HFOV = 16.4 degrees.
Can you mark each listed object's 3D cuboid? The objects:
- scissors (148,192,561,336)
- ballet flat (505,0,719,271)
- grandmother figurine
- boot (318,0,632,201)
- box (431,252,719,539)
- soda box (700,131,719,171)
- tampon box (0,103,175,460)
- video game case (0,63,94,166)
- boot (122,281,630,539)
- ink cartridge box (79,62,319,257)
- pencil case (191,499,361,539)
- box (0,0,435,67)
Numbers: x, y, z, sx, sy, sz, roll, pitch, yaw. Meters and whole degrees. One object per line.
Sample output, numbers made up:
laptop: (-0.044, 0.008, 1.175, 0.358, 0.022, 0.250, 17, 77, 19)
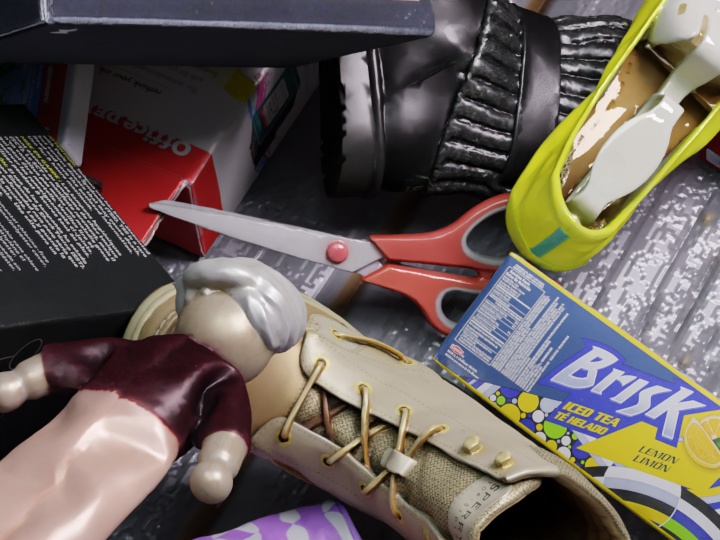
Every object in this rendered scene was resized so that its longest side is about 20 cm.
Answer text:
scissors: (0.000, 0.000, 1.185, 0.200, 0.014, 0.073, -1, 102, -8)
ballet flat: (0.141, -0.080, 1.161, 0.067, 0.067, 0.200, 40, 71, -4)
grandmother figurine: (-0.092, 0.061, 0.965, 0.121, 0.061, 0.200, 27, 49, 23)
boot: (0.060, -0.130, 1.219, 0.158, 0.079, 0.211, 0, 91, -10)
box: (0.134, 0.077, 1.123, 0.200, 0.070, 0.064, 37, 92, 23)
soda box: (0.264, -0.041, 1.205, 0.200, 0.063, 0.070, 36, 67, 22)
tampon box: (-0.200, 0.024, 1.049, 0.150, 0.200, 0.126, -46, 75, 20)
video game case: (-0.219, -0.070, 1.215, 0.200, 0.017, 0.143, -19, 40, 18)
boot: (0.008, 0.074, 1.053, 0.073, 0.200, 0.155, -61, 32, 4)
ink cartridge box: (-0.101, -0.088, 1.252, 0.116, 0.067, 0.200, 23, 61, 18)
pencil case: (-0.083, 0.165, 1.078, 0.200, 0.084, 0.086, -21, 24, -9)
box: (-0.086, -0.193, 1.097, 0.200, 0.123, 0.199, -2, 86, -35)
